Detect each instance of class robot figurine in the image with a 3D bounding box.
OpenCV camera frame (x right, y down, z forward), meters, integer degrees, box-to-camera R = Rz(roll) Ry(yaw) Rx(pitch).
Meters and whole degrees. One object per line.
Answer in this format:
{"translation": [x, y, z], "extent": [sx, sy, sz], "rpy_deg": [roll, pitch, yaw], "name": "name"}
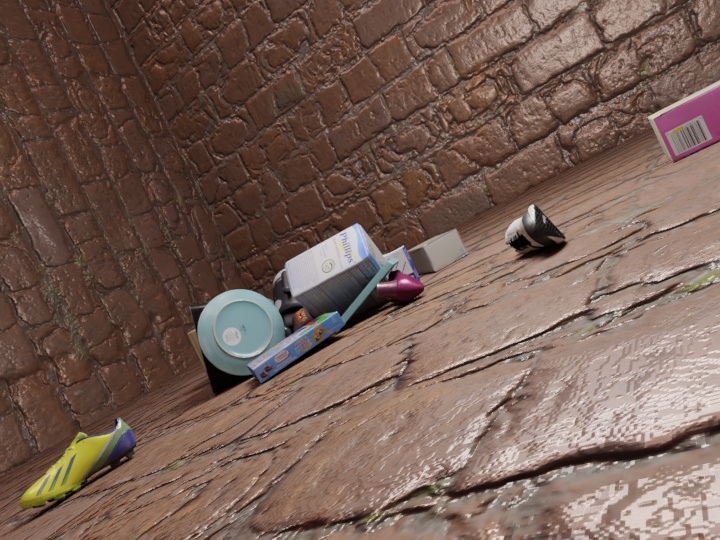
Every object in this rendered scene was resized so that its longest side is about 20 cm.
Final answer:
{"translation": [-0.185, 0.085, 1.660], "extent": [0.123, 0.202, 0.151], "rpy_deg": [10, -45, -25], "name": "robot figurine"}

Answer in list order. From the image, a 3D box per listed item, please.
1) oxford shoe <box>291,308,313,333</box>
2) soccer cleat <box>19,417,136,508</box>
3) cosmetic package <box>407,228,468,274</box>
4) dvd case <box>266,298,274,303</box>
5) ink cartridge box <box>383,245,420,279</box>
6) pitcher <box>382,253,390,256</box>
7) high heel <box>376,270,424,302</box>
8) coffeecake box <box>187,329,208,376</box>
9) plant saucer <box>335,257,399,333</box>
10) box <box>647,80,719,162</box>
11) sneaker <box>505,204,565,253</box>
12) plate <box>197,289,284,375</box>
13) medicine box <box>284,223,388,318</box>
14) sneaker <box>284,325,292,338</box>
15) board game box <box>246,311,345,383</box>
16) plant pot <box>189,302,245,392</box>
{"translation": [-0.146, 0.137, 1.463], "extent": [0.070, 0.074, 0.200], "rpy_deg": [-27, 2, -12], "name": "oxford shoe"}
{"translation": [-0.487, 0.328, 1.002], "extent": [0.199, 0.085, 0.064], "rpy_deg": [-29, 3, -34], "name": "soccer cleat"}
{"translation": [0.195, -0.046, 1.535], "extent": [0.102, 0.074, 0.200], "rpy_deg": [-27, 1, -11], "name": "cosmetic package"}
{"translation": [-0.261, 0.124, 1.718], "extent": [0.198, 0.148, 0.016], "rpy_deg": [5, -64, -45], "name": "dvd case"}
{"translation": [0.042, 0.026, 1.462], "extent": [0.198, 0.095, 0.044], "rpy_deg": [-26, 2, 16], "name": "ink cartridge box"}
{"translation": [0.000, 0.000, 1.580], "extent": [0.196, 0.124, 0.171], "rpy_deg": [-4, 1, 9], "name": "pitcher"}
{"translation": [0.099, 0.036, 1.216], "extent": [0.094, 0.069, 0.200], "rpy_deg": [-2, 7, 15], "name": "high heel"}
{"translation": [-0.395, 0.214, 1.694], "extent": [0.072, 0.156, 0.200], "rpy_deg": [-25, 3, 14], "name": "coffeecake box"}
{"translation": [0.011, 0.051, 1.257], "extent": [0.201, 0.019, 0.070], "rpy_deg": [-50, -4, 14], "name": "plant saucer"}
{"translation": [0.692, -0.310, 1.177], "extent": [0.174, 0.098, 0.200], "rpy_deg": [-27, 3, 27], "name": "box"}
{"translation": [0.275, -0.056, 0.940], "extent": [0.080, 0.074, 0.200], "rpy_deg": [-41, -6, 14], "name": "sneaker"}
{"translation": [-0.264, 0.133, 1.308], "extent": [0.198, 0.202, 0.026], "rpy_deg": [-28, -11, -30], "name": "plate"}
{"translation": [-0.041, 0.020, 1.338], "extent": [0.198, 0.104, 0.182], "rpy_deg": [-28, -37, 10], "name": "medicine box"}
{"translation": [-0.234, 0.181, 1.603], "extent": [0.079, 0.075, 0.199], "rpy_deg": [-22, -2, -35], "name": "sneaker"}
{"translation": [-0.135, 0.155, 1.192], "extent": [0.199, 0.037, 0.151], "rpy_deg": [-35, 4, -16], "name": "board game box"}
{"translation": [-0.298, 0.162, 1.420], "extent": [0.174, 0.203, 0.200], "rpy_deg": [-15, -1, -14], "name": "plant pot"}
